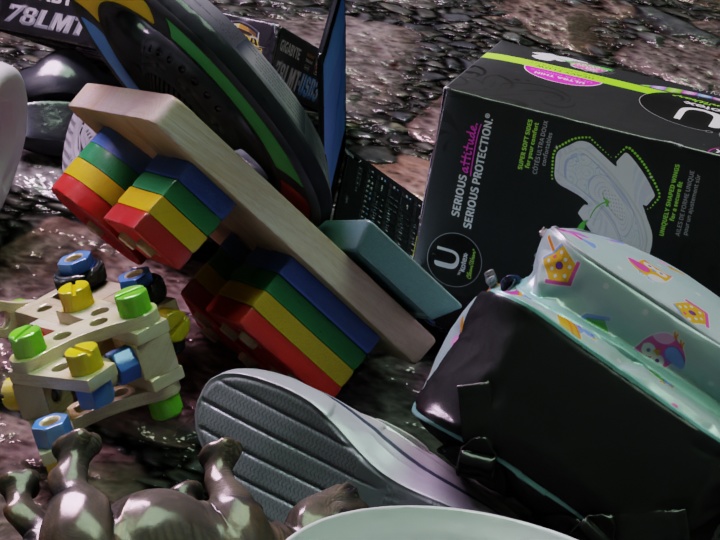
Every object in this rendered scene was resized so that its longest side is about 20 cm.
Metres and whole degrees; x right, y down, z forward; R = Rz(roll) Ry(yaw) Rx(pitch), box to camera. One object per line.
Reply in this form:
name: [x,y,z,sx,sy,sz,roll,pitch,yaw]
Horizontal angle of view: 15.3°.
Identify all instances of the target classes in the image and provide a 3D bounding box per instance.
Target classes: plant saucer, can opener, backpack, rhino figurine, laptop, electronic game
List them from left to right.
can opener: [-0.151,-0.107,1.839,0.200,0.079,0.063,3,-15,-28]
electronic game: [-0.090,-0.098,1.475,0.042,0.200,0.200,-44,47,-15]
rhino figurine: [-0.071,0.129,1.296,0.200,0.060,0.088,4,43,-20]
plant saucer: [0.000,0.000,1.502,0.070,0.019,0.200,42,-8,-11]
laptop: [0.033,-0.064,1.659,0.200,0.103,0.177,35,20,-9]
backpack: [0.128,0.066,1.399,0.176,0.153,0.200,31,-1,5]

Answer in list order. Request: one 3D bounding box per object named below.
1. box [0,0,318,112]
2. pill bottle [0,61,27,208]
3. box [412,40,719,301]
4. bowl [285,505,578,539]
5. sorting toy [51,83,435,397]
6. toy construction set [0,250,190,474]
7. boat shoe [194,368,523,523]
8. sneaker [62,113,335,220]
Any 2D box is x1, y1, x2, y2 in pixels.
box: [-0.129,-0.158,1.872,0.198,0.050,0.200,12,1,13]
pill bottle: [-0.315,-0.095,1.639,0.200,0.114,0.114,15,23,10]
box: [0.147,-0.041,1.548,0.200,0.125,0.149,15,19,11]
bowl: [0.048,0.189,1.175,0.201,0.091,0.201,9,22,-4]
sorting toy: [-0.081,-0.010,1.504,0.200,0.070,0.199,43,-8,-18]
toy construction set: [-0.169,0.038,1.441,0.131,0.092,0.200,-30,39,-30]
boat shoe: [0.005,0.116,1.376,0.200,0.074,0.067,34,14,22]
sneaker: [-0.103,-0.057,1.713,0.115,0.075,0.200,11,5,-39]
